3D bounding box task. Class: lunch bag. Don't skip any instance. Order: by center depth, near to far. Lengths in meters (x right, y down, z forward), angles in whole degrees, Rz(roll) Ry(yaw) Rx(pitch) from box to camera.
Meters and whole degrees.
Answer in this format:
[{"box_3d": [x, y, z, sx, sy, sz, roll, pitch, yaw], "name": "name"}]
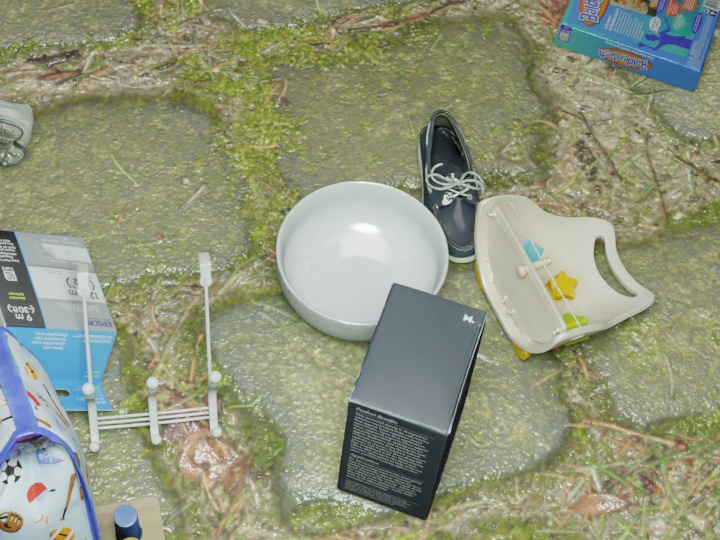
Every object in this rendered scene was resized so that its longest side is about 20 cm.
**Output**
[{"box_3d": [-0.325, 0.175, 1.361, 0.122, 0.202, 0.170, -15, 41, -19], "name": "lunch bag"}]

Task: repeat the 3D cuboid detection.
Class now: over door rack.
[{"box_3d": [-0.225, 0.088, 1.523, 0.146, 0.067, 0.203, -4, 95, -12], "name": "over door rack"}]

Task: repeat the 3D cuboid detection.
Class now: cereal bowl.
[{"box_3d": [0.000, 0.000, 1.650, 0.197, 0.084, 0.202, 2, 56, -3], "name": "cereal bowl"}]

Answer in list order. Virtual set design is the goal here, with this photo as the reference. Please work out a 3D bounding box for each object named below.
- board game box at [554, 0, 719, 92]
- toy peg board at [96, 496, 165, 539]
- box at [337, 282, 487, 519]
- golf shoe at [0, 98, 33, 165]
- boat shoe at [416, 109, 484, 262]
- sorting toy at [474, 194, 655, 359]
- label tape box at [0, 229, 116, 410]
[{"box_3d": [0.378, -0.338, 1.932, 0.198, 0.045, 0.153, 21, 58, 8], "name": "board game box"}, {"box_3d": [-0.283, 0.315, 1.407, 0.197, 0.098, 0.201, -8, 58, -11], "name": "toy peg board"}, {"box_3d": [0.052, 0.139, 1.492, 0.106, 0.201, 0.150, 18, 56, 7], "name": "box"}, {"box_3d": [-0.495, -0.187, 1.749, 0.197, 0.079, 0.098, 14, 39, -2], "name": "golf shoe"}, {"box_3d": [0.112, -0.105, 1.742, 0.074, 0.062, 0.202, 0, 57, -7], "name": "boat shoe"}, {"box_3d": [0.244, 0.008, 1.665, 0.178, 0.107, 0.201, -13, 58, -22], "name": "sorting toy"}, {"box_3d": [-0.344, 0.053, 1.556, 0.142, 0.066, 0.201, 6, 46, -44], "name": "label tape box"}]
